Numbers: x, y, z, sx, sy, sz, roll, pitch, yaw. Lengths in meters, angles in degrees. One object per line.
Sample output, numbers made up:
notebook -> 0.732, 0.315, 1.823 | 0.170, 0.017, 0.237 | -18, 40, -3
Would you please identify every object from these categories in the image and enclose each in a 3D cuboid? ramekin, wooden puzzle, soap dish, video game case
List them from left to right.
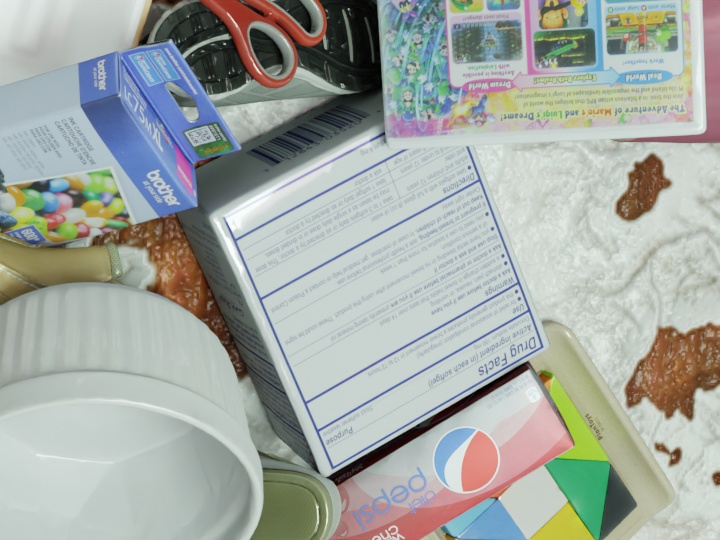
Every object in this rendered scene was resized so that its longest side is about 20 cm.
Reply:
soap dish -> -0.228, -0.173, 1.173 | 0.198, 0.081, 0.159 | 16, 95, -25
ramekin -> -0.159, 0.098, 1.141 | 0.198, 0.106, 0.201 | -4, 137, -4
wooden puzzle -> 0.118, 0.166, 1.414 | 0.200, 0.037, 0.186 | -40, 113, -10
video game case -> 0.108, -0.170, 1.192 | 0.198, 0.024, 0.184 | -2, 100, 7

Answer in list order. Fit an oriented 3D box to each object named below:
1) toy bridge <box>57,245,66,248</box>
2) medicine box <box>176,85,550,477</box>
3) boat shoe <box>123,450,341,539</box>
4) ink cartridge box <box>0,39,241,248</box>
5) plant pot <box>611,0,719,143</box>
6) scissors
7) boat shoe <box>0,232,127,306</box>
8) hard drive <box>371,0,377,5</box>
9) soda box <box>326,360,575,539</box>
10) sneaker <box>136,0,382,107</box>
toy bridge -> -0.176, 0.061, 1.275 | 0.067, 0.027, 0.201 | -39, 114, -9
medicine box -> 0.000, 0.000, 1.293 | 0.181, 0.103, 0.201 | -28, 111, -14
boat shoe -> -0.109, 0.145, 1.259 | 0.198, 0.068, 0.076 | 12, 92, 12
ink cartridge box -> -0.181, -0.065, 1.164 | 0.198, 0.042, 0.120 | -17, 144, 10
plant pot -> 0.235, -0.165, 1.292 | 0.178, 0.200, 0.202 | -14, 106, -25
scissors -> -0.101, -0.185, 1.180 | 0.199, 0.014, 0.074 | 36, 66, -28
boat shoe -> -0.177, 0.009, 1.192 | 0.076, 0.072, 0.200 | -45, 136, 12
hard drive -> 0.075, -0.217, 1.319 | 0.199, 0.025, 0.133 | 31, 88, -25
soda box -> 0.044, 0.137, 1.324 | 0.199, 0.070, 0.064 | -32, 97, 5
sneaker -> -0.063, -0.143, 1.260 | 0.199, 0.079, 0.075 | -7, 86, -37
